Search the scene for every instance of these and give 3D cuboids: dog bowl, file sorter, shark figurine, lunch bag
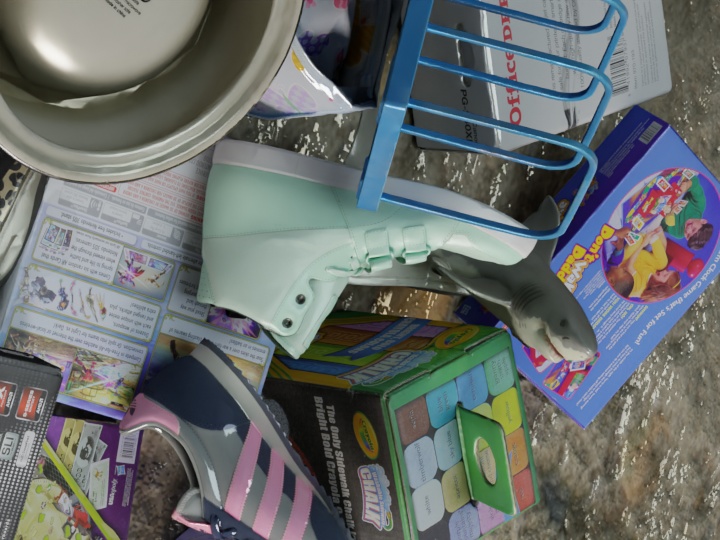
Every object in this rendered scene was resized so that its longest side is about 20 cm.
[{"bbox_3d":[-0.132,-0.150,1.147,0.200,0.074,0.201,-17,126,-25],"label":"dog bowl"},{"bbox_3d":[0.083,-0.136,1.231,0.139,0.122,0.201,105,0,-68],"label":"file sorter"},{"bbox_3d":[0.079,-0.027,1.402,0.090,0.214,0.128,-49,172,-2],"label":"shark figurine"},{"bbox_3d":[-0.069,-0.188,1.283,0.127,0.169,0.201,-21,106,-44],"label":"lunch bag"}]

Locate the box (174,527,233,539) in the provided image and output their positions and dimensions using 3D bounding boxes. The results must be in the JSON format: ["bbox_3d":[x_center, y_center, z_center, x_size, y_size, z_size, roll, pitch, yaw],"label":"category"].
[{"bbox_3d":[-0.038,0.251,1.397,0.060,0.116,0.201,-39,121,-36],"label":"box"}]

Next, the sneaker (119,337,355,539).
[{"bbox_3d":[-0.064,0.143,1.286,0.082,0.070,0.200,-35,85,-14],"label":"sneaker"}]

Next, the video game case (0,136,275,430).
[{"bbox_3d":[-0.129,-0.001,1.311,0.200,0.045,0.182,21,84,-41],"label":"video game case"}]

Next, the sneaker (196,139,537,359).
[{"bbox_3d":[0.000,0.000,1.304,0.200,0.074,0.119,12,89,-5],"label":"sneaker"}]

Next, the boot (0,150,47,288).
[{"bbox_3d":[-0.236,-0.100,1.193,0.154,0.073,0.204,26,74,-41],"label":"boot"}]

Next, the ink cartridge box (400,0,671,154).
[{"bbox_3d":[0.122,-0.174,1.538,0.200,0.083,0.146,-21,109,-42],"label":"ink cartridge box"}]

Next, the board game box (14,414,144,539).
[{"bbox_3d":[-0.195,0.184,1.293,0.120,0.032,0.201,14,84,-49],"label":"board game box"}]

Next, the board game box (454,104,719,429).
[{"bbox_3d":[0.181,-0.001,1.585,0.200,0.045,0.134,-49,128,-1],"label":"board game box"}]

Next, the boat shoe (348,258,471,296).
[{"bbox_3d":[0.008,-0.024,1.449,0.199,0.062,0.073,14,88,-24],"label":"boat shoe"}]

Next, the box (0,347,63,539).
[{"bbox_3d":[-0.262,0.129,1.176,0.160,0.044,0.201,17,92,-40],"label":"box"}]

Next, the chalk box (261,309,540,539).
[{"bbox_3d":[0.028,0.108,1.388,0.124,0.200,0.125,-25,113,-42],"label":"chalk box"}]
